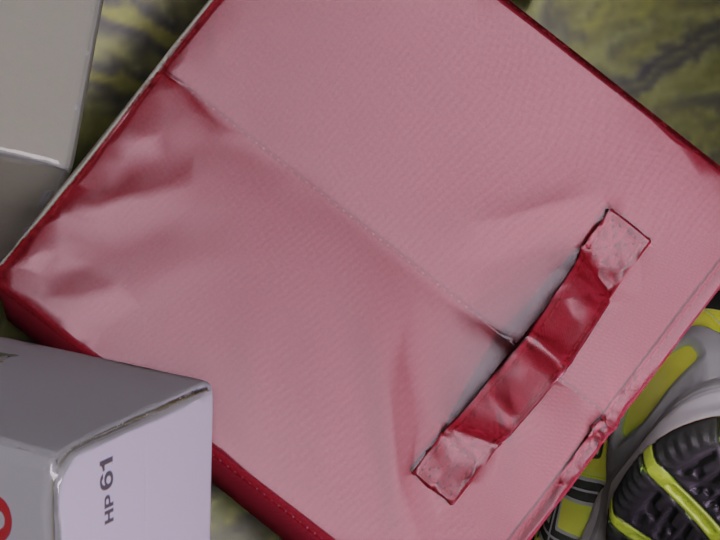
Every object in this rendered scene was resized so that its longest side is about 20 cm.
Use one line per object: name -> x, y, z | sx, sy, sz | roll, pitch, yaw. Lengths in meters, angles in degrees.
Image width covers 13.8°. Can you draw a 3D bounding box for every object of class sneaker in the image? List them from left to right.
sneaker -> 0.100, 0.085, 1.013 | 0.075, 0.200, 0.077 | 18, 51, -12

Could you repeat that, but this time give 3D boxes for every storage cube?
storage cube -> 0.000, 0.000, 0.980 | 0.180, 0.200, 0.171 | 38, 84, -2

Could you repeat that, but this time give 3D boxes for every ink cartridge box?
ink cartridge box -> -0.145, 0.094, 0.892 | 0.199, 0.085, 0.145 | 11, 108, 30

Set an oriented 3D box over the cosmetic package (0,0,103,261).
cosmetic package -> -0.126, -0.117, 0.971 | 0.087, 0.103, 0.201 | 13, 68, -12
